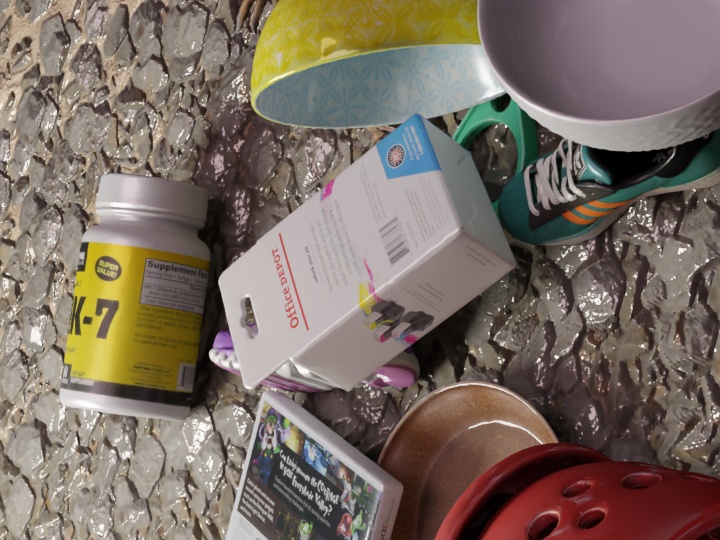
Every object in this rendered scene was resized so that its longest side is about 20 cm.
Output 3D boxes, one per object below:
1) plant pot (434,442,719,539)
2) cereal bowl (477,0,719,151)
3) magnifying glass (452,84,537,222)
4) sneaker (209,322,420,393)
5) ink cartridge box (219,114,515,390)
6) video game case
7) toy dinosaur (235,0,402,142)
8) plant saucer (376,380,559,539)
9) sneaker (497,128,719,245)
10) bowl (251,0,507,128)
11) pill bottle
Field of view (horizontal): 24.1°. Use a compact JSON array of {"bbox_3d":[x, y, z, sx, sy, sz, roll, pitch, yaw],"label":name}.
[{"bbox_3d":[0.150,0.203,0.995,0.182,0.200,0.201,23,98,54],"label":"plant pot"},{"bbox_3d":[0.176,-0.157,1.027,0.199,0.083,0.201,-10,63,19],"label":"cereal bowl"},{"bbox_3d":[0.108,-0.133,1.234,0.079,0.022,0.201,18,94,47],"label":"magnifying glass"},{"bbox_3d":[-0.033,0.045,1.312,0.199,0.080,0.089,-6,70,41],"label":"sneaker"},{"bbox_3d":[0.000,0.000,1.195,0.200,0.068,0.115,-37,47,22],"label":"ink cartridge box"},{"bbox_3d":[-0.045,0.210,1.292,0.200,0.023,0.183,30,108,57],"label":"video game case"},{"bbox_3d":[-0.030,-0.173,1.306,0.086,0.135,0.201,-39,56,34],"label":"toy dinosaur"},{"bbox_3d":[0.084,0.179,1.183,0.200,0.037,0.202,-12,74,44],"label":"plant saucer"},{"bbox_3d":[0.157,-0.071,1.124,0.200,0.080,0.072,-23,66,42],"label":"sneaker"},{"bbox_3d":[0.017,-0.177,1.172,0.200,0.200,0.108,-16,78,44],"label":"bowl"},{"bbox_3d":[-0.190,0.023,1.452,0.114,0.114,0.201,2,83,47],"label":"pill bottle"}]
